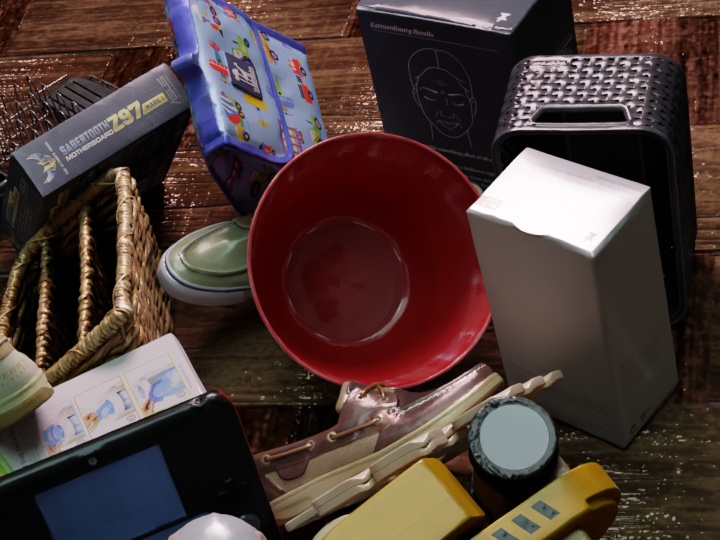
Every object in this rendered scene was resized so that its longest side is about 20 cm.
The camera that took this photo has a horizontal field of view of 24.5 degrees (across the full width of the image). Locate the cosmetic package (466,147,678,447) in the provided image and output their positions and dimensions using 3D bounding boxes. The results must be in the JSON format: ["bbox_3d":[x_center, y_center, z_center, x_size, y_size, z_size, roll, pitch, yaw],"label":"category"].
[{"bbox_3d":[0.156,0.021,1.201,0.113,0.200,0.081,23,54,34],"label":"cosmetic package"}]

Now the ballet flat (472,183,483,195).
[{"bbox_3d":[0.024,-0.080,1.428,0.199,0.062,0.068,18,63,19],"label":"ballet flat"}]

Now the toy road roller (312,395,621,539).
[{"bbox_3d":[0.077,0.188,1.029,0.200,0.123,0.146,-33,65,-12],"label":"toy road roller"}]

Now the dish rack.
[{"bbox_3d":[-0.318,-0.135,1.620,0.200,0.055,0.153,-38,47,-25],"label":"dish rack"}]

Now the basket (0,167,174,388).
[{"bbox_3d":[-0.233,0.035,1.337,0.142,0.149,0.200,-12,42,3],"label":"basket"}]

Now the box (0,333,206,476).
[{"bbox_3d":[-0.198,0.153,1.222,0.199,0.113,0.101,-24,41,-10],"label":"box"}]

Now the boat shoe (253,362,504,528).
[{"bbox_3d":[0.007,0.111,1.203,0.200,0.072,0.072,-31,80,9],"label":"boat shoe"}]

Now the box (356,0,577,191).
[{"bbox_3d":[0.100,-0.162,1.420,0.148,0.200,0.107,15,49,29],"label":"box"}]

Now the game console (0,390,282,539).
[{"bbox_3d":[-0.159,0.183,1.130,0.199,0.177,0.031,-22,40,-9],"label":"game console"}]

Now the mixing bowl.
[{"bbox_3d":[0.000,0.000,1.306,0.200,0.201,0.108,-29,-1,-17],"label":"mixing bowl"}]

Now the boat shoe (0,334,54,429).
[{"bbox_3d":[-0.288,0.073,1.226,0.073,0.063,0.200,-35,17,-22],"label":"boat shoe"}]

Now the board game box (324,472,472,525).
[{"bbox_3d":[0.073,0.229,1.112,0.151,0.046,0.200,-17,41,-3],"label":"board game box"}]

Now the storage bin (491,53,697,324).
[{"bbox_3d":[0.184,-0.060,1.281,0.135,0.200,0.094,1,43,17],"label":"storage bin"}]

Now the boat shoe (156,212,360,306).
[{"bbox_3d":[-0.074,-0.026,1.377,0.199,0.062,0.072,-16,60,-30],"label":"boat shoe"}]

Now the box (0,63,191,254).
[{"bbox_3d":[-0.234,-0.089,1.449,0.157,0.200,0.051,-35,84,-21],"label":"box"}]

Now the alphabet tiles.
[{"bbox_3d":[0.046,0.126,1.138,0.195,0.200,0.015,-34,78,23],"label":"alphabet tiles"}]

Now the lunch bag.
[{"bbox_3d":[-0.106,-0.138,1.358,0.094,0.200,0.151,-20,70,16],"label":"lunch bag"}]

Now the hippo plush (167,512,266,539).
[{"bbox_3d":[-0.112,0.247,1.058,0.159,0.161,0.200,-1,43,14],"label":"hippo plush"}]
